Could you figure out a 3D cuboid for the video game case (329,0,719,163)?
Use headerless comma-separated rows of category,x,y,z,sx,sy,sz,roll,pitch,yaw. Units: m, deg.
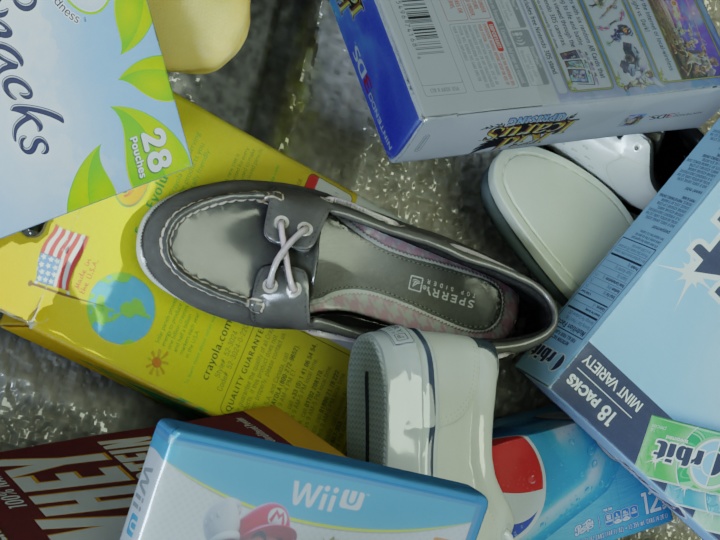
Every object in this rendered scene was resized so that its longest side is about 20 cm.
video game case,0.067,-0.155,0.863,0.180,0.045,0.201,-9,67,-26

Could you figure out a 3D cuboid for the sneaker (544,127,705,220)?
sneaker,0.114,-0.088,0.907,0.199,0.080,0.074,31,76,-21

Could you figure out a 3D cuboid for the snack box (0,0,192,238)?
snack box,-0.174,-0.110,0.694,0.168,0.068,0.201,-22,109,-27

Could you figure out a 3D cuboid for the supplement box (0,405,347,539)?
supplement box,-0.093,0.183,0.730,0.196,0.133,0.202,-8,107,-27

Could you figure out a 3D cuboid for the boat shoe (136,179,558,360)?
boat shoe,0.000,0.000,0.799,0.199,0.057,0.067,14,82,-26

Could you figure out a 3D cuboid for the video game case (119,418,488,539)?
video game case,-0.041,0.165,0.666,0.142,0.018,0.201,16,95,-31

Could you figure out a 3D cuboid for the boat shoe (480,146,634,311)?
boat shoe,0.123,0.016,0.913,0.200,0.062,0.073,40,51,-22

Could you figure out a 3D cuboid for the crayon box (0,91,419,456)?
crayon box,-0.077,-0.003,0.820,0.199,0.051,0.128,29,76,-24

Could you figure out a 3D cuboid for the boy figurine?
boy figurine,-0.080,-0.183,0.799,0.064,0.124,0.202,-5,82,14

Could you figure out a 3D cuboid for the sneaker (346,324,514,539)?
sneaker,0.034,0.125,0.775,0.070,0.073,0.202,0,96,-20

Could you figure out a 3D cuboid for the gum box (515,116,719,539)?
gum box,0.200,0.026,0.859,0.170,0.045,0.200,42,87,-21

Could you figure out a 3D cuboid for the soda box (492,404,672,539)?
soda box,0.052,0.114,0.871,0.199,0.068,0.065,-13,94,-27
